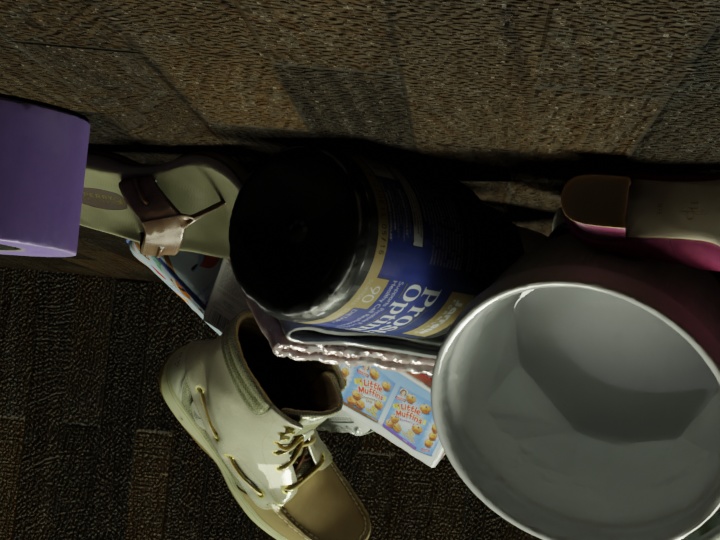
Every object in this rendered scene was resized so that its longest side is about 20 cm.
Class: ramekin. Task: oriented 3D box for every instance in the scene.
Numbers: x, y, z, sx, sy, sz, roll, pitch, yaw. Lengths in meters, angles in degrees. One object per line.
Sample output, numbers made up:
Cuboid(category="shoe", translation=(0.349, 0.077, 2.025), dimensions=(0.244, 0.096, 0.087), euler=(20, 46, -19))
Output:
Cuboid(category="ramekin", translation=(0.154, 0.069, 1.319), dimensions=(0.200, 0.200, 0.105), euler=(4, -150, 21))

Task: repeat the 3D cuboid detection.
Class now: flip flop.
Cuboid(category="flip flop", translation=(-0.142, -0.040, 1.407), dimensions=(0.200, 0.081, 0.058), euler=(9, -143, 34))

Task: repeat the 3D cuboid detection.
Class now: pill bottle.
Cuboid(category="pill bottle", translation=(0.018, -0.014, 1.346), dimensions=(0.112, 0.112, 0.200), euler=(3, 176, 38))

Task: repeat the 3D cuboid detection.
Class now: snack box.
Cuboid(category="snack box", translation=(-0.017, 0.060, 1.470), dimensions=(0.200, 0.072, 0.024), euler=(32, -134, 9))

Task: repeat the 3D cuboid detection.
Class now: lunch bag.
Cuboid(category="lunch bag", translation=(-0.104, 0.006, 1.623), dimensions=(0.160, 0.076, 0.200), euler=(45, 176, -3))

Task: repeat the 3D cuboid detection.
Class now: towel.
Cuboid(category="towel", translation=(0.000, 0.000, 1.469), dimensions=(0.200, 0.032, 0.191), euler=(8, -145, -30))

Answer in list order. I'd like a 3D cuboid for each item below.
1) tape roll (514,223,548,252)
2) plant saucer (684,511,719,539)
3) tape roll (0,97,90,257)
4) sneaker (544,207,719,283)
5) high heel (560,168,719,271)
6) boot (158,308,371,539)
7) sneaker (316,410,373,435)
Cuboid(category="tape roll", translation=(0.058, 0.019, 1.638), dimensions=(0.202, 0.071, 0.202), euler=(-5, -164, 1))
Cuboid(category="plant saucer", translation=(0.264, 0.128, 1.353), dimensions=(0.050, 0.200, 0.200), euler=(43, 171, -7))
Cuboid(category="tape roll", translation=(-0.269, -0.060, 1.278), dimensions=(0.200, 0.085, 0.200), euler=(5, 177, 0))
Cuboid(category="sneaker", translation=(0.188, 0.003, 1.376), dimensions=(0.200, 0.078, 0.091), euler=(-1, -144, 50))
Cuboid(category="high heel", translation=(0.217, -0.023, 1.237), dimensions=(0.200, 0.068, 0.096), euler=(5, 178, 13))
Cuboid(category="boot", translation=(-0.045, 0.119, 1.468), dimensions=(0.200, 0.072, 0.155), euler=(49, 151, -5))
Cuboid(category="sneaker", translation=(-0.021, 0.089, 1.546), dimensions=(0.200, 0.081, 0.076), euler=(-22, -173, 41))
